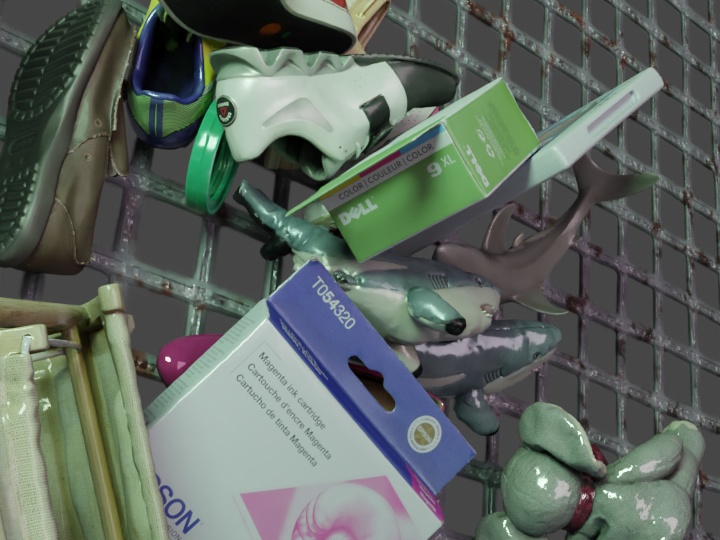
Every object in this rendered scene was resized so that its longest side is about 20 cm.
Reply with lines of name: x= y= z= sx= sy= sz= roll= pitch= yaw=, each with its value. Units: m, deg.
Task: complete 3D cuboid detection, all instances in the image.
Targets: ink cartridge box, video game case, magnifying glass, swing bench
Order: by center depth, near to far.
swing bench: x=-0.174 y=0.117 z=0.634 sx=0.200 sy=0.130 sz=0.199 roll=-3 pitch=78 yaw=-66
ink cartridge box: x=-0.038 y=0.128 z=0.802 sx=0.200 sy=0.043 sz=0.196 roll=-43 pitch=110 yaw=-10
ink cartridge box: x=0.041 y=-0.063 z=0.819 sx=0.059 sy=0.104 sz=0.200 roll=60 pitch=28 yaw=-6
magnifying glass: x=-0.084 y=-0.118 z=0.890 sx=0.022 sy=0.080 sz=0.200 roll=14 pitch=46 yaw=4
video game case: x=0.126 y=-0.082 z=0.978 sx=0.182 sy=0.200 sz=0.023 roll=-38 pitch=96 yaw=-46

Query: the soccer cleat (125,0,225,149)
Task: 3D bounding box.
soccer cleat: x=-0.118 y=-0.180 z=0.848 sx=0.065 sy=0.084 sz=0.200 roll=9 pitch=67 yaw=-3

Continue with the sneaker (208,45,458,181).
sneaker: x=-0.015 y=-0.107 z=0.856 sx=0.200 sy=0.074 sz=0.089 roll=-6 pitch=93 yaw=-35

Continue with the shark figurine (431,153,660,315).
shark figurine: x=0.149 y=-0.005 z=1.003 sx=0.214 sy=0.089 sz=0.128 roll=-30 pitch=141 yaw=-29

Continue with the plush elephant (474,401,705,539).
plush elephant: x=0.178 y=0.186 z=0.996 sx=0.155 sy=0.165 sz=0.200 roll=31 pitch=14 yaw=6

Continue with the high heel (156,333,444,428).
high heel: x=-0.038 y=0.076 z=0.842 sx=0.200 sy=0.096 sz=0.067 roll=17 pitch=66 yaw=-41

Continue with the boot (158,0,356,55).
boot: x=-0.086 y=-0.229 z=0.825 sx=0.200 sy=0.072 sz=0.144 roll=12 pitch=58 yaw=-59

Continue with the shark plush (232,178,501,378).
shark plush: x=0.000 y=0.000 z=0.868 sx=0.200 sy=0.091 sz=0.083 roll=23 pitch=56 yaw=5

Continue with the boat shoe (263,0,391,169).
boat shoe: x=-0.021 y=-0.155 z=0.937 sx=0.069 sy=0.074 sz=0.200 roll=18 pitch=59 yaw=-3

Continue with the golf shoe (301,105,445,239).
golf shoe: x=0.009 y=-0.084 z=0.962 sx=0.200 sy=0.073 sz=0.092 roll=-37 pitch=98 yaw=-49

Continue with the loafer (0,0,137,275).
loafer: x=-0.183 y=-0.083 z=0.779 sx=0.071 sy=0.073 sz=0.200 roll=37 pitch=58 yaw=-43

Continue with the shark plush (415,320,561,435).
shark plush: x=0.055 y=0.047 z=0.944 sx=0.200 sy=0.083 sz=0.091 roll=24 pitch=41 yaw=-22
